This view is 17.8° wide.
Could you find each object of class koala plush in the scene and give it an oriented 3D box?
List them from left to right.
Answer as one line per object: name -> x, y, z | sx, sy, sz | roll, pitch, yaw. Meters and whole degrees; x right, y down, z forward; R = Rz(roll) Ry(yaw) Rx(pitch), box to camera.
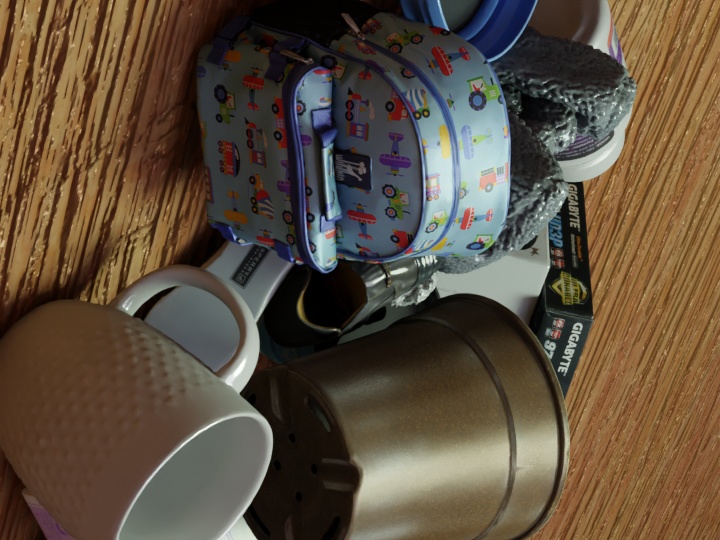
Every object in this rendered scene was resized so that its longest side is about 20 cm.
koala plush -> 0.079, -0.076, 1.714 | 0.178, 0.183, 0.201 | -51, 164, -37

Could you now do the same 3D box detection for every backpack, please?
backpack -> 0.001, -0.084, 1.554 | 0.134, 0.199, 0.184 | -24, 124, -41

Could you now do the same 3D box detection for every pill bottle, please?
pill bottle -> 0.158, -0.152, 1.840 | 0.111, 0.111, 0.200 | -46, 152, -9

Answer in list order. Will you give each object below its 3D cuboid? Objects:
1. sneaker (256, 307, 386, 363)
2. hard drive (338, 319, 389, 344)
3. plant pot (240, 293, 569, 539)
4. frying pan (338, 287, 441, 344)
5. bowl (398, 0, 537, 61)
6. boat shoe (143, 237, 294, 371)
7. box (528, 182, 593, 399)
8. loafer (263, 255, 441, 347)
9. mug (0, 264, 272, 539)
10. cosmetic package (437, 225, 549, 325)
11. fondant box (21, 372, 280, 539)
sneaker -> 0.000, 0.000, 1.810 | 0.201, 0.090, 0.078 | -56, 153, 8
hard drive -> 0.023, 0.135, 1.928 | 0.140, 0.200, 0.038 | -50, -166, -2
plant pot -> 0.020, 0.130, 1.727 | 0.197, 0.200, 0.201 | -10, 133, -41
frying pan -> 0.009, 0.002, 1.872 | 0.031, 0.114, 0.192 | -160, -114, -83
bowl -> 0.078, -0.246, 1.601 | 0.200, 0.039, 0.202 | -30, 124, -57
boat shoe -> -0.097, 0.010, 1.713 | 0.201, 0.070, 0.066 | -55, 178, -1
box -> 0.158, 0.036, 2.014 | 0.201, 0.046, 0.160 | -88, -169, -53
loafer -> -0.024, 0.015, 1.699 | 0.072, 0.073, 0.200 | -32, 177, -38
mug -> -0.155, 0.087, 1.587 | 0.200, 0.175, 0.148 | -49, 153, -4
cosmetic package -> 0.087, 0.041, 1.965 | 0.071, 0.101, 0.201 | -84, -171, -52
fondant box -> -0.142, 0.166, 1.730 | 0.200, 0.058, 0.145 | -42, 117, -37
